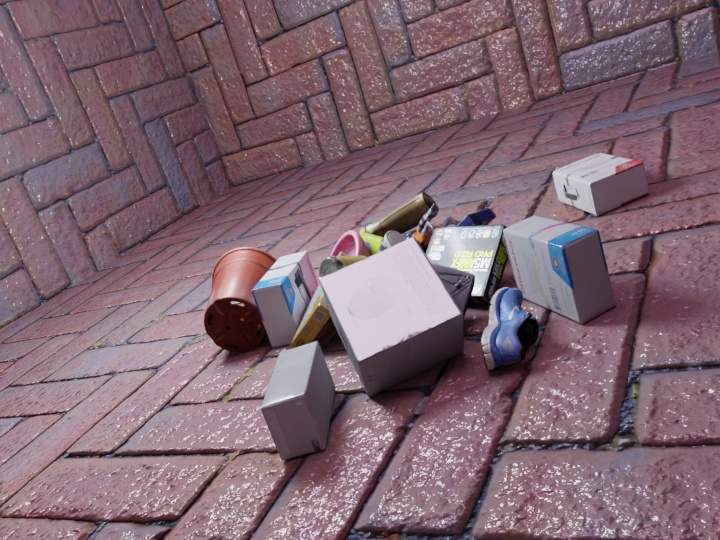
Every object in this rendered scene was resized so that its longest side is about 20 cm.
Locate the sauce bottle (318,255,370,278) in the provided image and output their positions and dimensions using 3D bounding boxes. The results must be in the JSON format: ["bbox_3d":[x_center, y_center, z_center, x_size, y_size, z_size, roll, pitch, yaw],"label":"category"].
[{"bbox_3d":[0.000,0.000,1.526,0.064,0.067,0.197,-1,1,45],"label":"sauce bottle"}]

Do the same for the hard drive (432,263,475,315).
[{"bbox_3d":[0.121,0.053,1.389,0.196,0.042,0.138,10,69,29],"label":"hard drive"}]

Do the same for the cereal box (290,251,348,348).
[{"bbox_3d":[-0.083,0.068,1.555,0.145,0.039,0.202,-54,9,37],"label":"cereal box"}]

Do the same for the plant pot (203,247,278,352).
[{"bbox_3d":[-0.283,0.080,1.702,0.196,0.204,0.197,-16,26,12],"label":"plant pot"}]

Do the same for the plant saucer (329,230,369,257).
[{"bbox_3d":[-0.032,0.009,1.673,0.050,0.205,0.200,17,5,-21],"label":"plant saucer"}]

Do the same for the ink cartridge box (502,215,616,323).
[{"bbox_3d":[0.355,-0.008,1.284,0.083,0.148,0.200,-24,18,-14],"label":"ink cartridge box"}]

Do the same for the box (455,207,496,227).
[{"bbox_3d":[0.241,-0.088,1.665,0.121,0.033,0.199,-45,-11,28],"label":"box"}]

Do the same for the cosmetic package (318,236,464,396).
[{"bbox_3d":[0.057,0.080,1.272,0.196,0.124,0.201,-23,51,-7],"label":"cosmetic package"}]

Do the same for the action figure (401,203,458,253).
[{"bbox_3d":[0.154,-0.084,1.777,0.192,0.106,0.199,-33,2,39],"label":"action figure"}]

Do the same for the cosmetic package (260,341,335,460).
[{"bbox_3d":[-0.102,0.218,1.213,0.088,0.109,0.201,-16,16,11],"label":"cosmetic package"}]

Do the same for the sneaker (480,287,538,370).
[{"bbox_3d":[0.266,0.098,1.217,0.087,0.080,0.201,-5,31,22],"label":"sneaker"}]

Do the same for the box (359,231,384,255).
[{"bbox_3d":[0.035,-0.020,1.710,0.047,0.125,0.199,-14,15,-21],"label":"box"}]

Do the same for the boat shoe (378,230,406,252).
[{"bbox_3d":[0.094,0.011,1.496,0.074,0.202,0.062,-12,-30,-36],"label":"boat shoe"}]

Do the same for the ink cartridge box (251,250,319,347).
[{"bbox_3d":[-0.164,0.062,1.663,0.082,0.148,0.201,-12,20,18],"label":"ink cartridge box"}]

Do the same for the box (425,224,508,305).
[{"bbox_3d":[0.214,-0.013,1.486,0.198,0.044,0.163,1,64,50],"label":"box"}]

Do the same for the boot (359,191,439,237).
[{"bbox_3d":[0.118,-0.113,1.825,0.197,0.068,0.174,-28,-23,23],"label":"boot"}]

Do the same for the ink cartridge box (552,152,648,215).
[{"bbox_3d":[0.582,-0.215,1.729,0.144,0.085,0.200,-21,18,-4],"label":"ink cartridge box"}]
